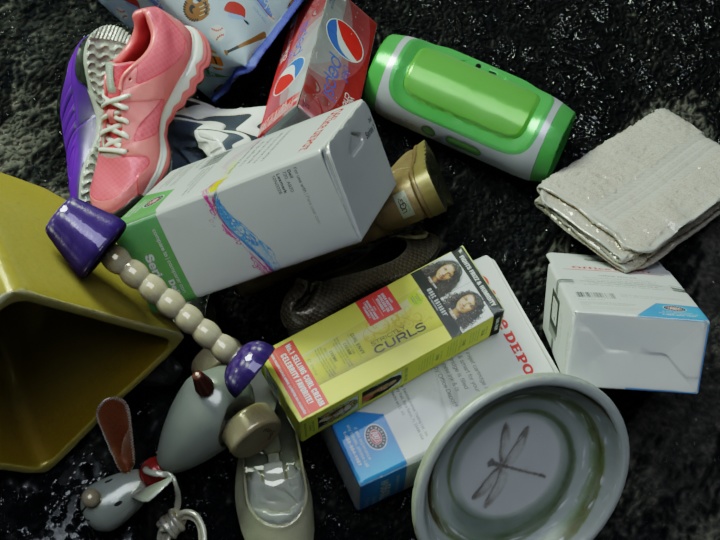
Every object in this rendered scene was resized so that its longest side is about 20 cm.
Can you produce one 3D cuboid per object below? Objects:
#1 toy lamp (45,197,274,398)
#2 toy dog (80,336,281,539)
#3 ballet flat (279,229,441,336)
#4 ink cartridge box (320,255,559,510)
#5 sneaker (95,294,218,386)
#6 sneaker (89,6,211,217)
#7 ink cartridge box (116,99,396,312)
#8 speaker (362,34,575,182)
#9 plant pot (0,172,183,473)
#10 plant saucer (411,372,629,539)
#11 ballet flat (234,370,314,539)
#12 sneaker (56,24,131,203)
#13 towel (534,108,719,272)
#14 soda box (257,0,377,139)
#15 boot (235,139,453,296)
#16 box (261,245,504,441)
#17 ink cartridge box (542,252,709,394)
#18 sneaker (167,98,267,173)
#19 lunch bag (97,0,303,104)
[{"bbox_3d":[-0.160,0.019,1.045,0.199,0.058,0.058,40,67,-3],"label":"toy lamp"},{"bbox_3d":[-0.159,0.141,1.102,0.131,0.096,0.201,30,85,31],"label":"toy dog"},{"bbox_3d":[0.000,0.000,1.202,0.199,0.067,0.047,-30,103,-38],"label":"ballet flat"},{"bbox_3d":[0.057,0.098,1.173,0.198,0.085,0.147,-22,66,-12],"label":"ink cartridge box"},{"bbox_3d":[-0.165,0.021,1.219,0.090,0.067,0.202,20,65,0],"label":"sneaker"},{"bbox_3d":[-0.209,-0.146,1.199,0.073,0.087,0.202,7,71,37],"label":"sneaker"},{"bbox_3d":[-0.083,-0.055,1.106,0.198,0.085,0.145,-18,17,21],"label":"ink cartridge box"},{"bbox_3d":[0.106,-0.159,1.302,0.198,0.089,0.089,25,65,10],"label":"speaker"},{"bbox_3d":[-0.305,0.023,1.113,0.195,0.194,0.201,-42,58,19],"label":"plant pot"},{"bbox_3d":[0.128,0.168,1.110,0.198,0.202,0.050,-21,29,-12],"label":"plant saucer"},{"bbox_3d":[-0.079,0.161,1.149,0.069,0.070,0.202,-7,64,-6],"label":"ballet flat"},{"bbox_3d":[-0.256,-0.129,1.285,0.069,0.099,0.203,4,88,-37],"label":"sneaker"},{"bbox_3d":[0.274,-0.082,1.268,0.199,0.035,0.132,-33,55,-27],"label":"towel"},{"bbox_3d":[-0.039,-0.183,1.276,0.070,0.063,0.201,38,40,-25],"label":"soda box"},{"bbox_3d":[-0.018,-0.050,1.240,0.198,0.175,0.067,-24,94,10],"label":"boot"},{"bbox_3d":[0.018,0.060,1.116,0.198,0.050,0.076,-27,67,-12],"label":"box"},{"bbox_3d":[0.227,0.042,1.181,0.114,0.200,0.068,4,105,0],"label":"ink cartridge box"},{"bbox_3d":[-0.135,-0.129,1.291,0.129,0.080,0.198,-3,20,-41],"label":"sneaker"},{"bbox_3d":[-0.135,-0.303,1.320,0.170,0.123,0.201,42,61,-15],"label":"lunch bag"}]
